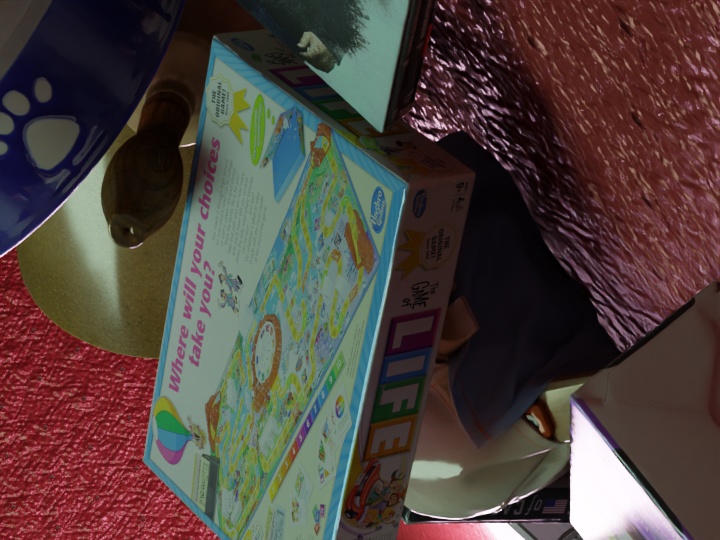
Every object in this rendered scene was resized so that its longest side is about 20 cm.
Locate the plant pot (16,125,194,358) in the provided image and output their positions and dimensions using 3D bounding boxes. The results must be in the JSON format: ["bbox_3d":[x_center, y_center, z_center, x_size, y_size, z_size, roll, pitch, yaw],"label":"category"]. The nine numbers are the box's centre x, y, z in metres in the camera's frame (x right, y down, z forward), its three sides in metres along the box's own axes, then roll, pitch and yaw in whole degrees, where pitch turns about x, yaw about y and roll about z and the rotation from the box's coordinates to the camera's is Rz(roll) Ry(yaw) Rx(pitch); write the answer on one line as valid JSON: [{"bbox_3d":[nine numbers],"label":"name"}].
[{"bbox_3d":[-0.100,-0.089,1.255,0.186,0.186,0.201,48,157,36],"label":"plant pot"}]

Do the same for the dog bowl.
[{"bbox_3d":[-0.165,-0.099,1.073,0.079,0.201,0.200,35,-178,-29],"label":"dog bowl"}]

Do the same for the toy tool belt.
[{"bbox_3d":[0.037,0.000,1.036,0.200,0.125,0.123,54,147,6],"label":"toy tool belt"}]

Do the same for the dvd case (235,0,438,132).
[{"bbox_3d":[-0.028,-0.142,0.839,0.146,0.022,0.200,43,158,12],"label":"dvd case"}]

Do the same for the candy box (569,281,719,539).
[{"bbox_3d":[0.153,0.115,0.911,0.168,0.071,0.200,51,172,17],"label":"candy box"}]

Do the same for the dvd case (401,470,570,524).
[{"bbox_3d":[0.039,0.061,1.194,0.200,0.149,0.025,44,124,50],"label":"dvd case"}]

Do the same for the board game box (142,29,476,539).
[{"bbox_3d":[-0.025,0.023,0.987,0.134,0.034,0.201,39,128,42],"label":"board game box"}]

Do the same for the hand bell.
[{"bbox_3d":[-0.085,-0.064,1.062,0.104,0.104,0.200,56,-162,-21],"label":"hand bell"}]

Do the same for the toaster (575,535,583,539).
[{"bbox_3d":[0.147,0.188,1.072,0.200,0.129,0.114,46,171,42],"label":"toaster"}]

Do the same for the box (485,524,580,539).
[{"bbox_3d":[0.135,0.164,1.306,0.117,0.060,0.200,56,172,-25],"label":"box"}]
